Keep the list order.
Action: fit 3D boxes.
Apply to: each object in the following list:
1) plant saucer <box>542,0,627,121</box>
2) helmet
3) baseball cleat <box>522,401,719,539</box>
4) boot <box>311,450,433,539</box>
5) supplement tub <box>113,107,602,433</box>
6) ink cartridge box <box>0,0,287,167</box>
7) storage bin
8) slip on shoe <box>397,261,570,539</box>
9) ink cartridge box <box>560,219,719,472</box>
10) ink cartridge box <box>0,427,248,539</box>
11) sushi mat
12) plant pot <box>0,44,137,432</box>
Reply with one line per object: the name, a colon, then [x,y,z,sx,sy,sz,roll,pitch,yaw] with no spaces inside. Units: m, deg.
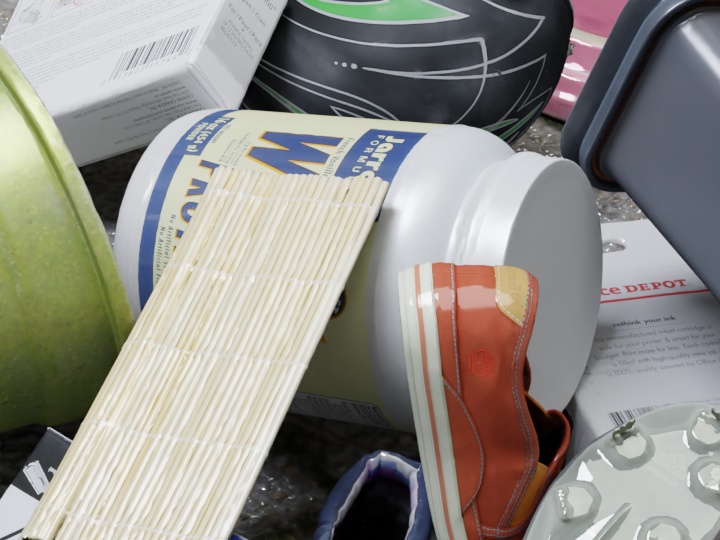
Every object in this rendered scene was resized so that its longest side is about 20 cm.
plant saucer: [0.172,-0.166,1.231,0.200,0.051,0.201,6,37,-5]
helmet: [0.016,-0.140,1.052,0.200,0.200,0.191,-14,63,-27]
baseball cleat: [0.088,0.143,0.744,0.070,0.106,0.200,36,70,25]
boot: [-0.018,0.163,0.726,0.073,0.090,0.200,13,37,6]
supplement tub: [0.000,0.000,0.861,0.200,0.145,0.145,6,33,28]
ink cartridge box: [-0.128,-0.137,1.013,0.200,0.045,0.176,-13,43,36]
storage bin: [0.220,-0.057,0.825,0.200,0.146,0.134,-2,45,-30]
slip on shoe: [0.059,0.083,0.759,0.061,0.200,0.074,-9,30,5]
ink cartridge box: [0.143,0.062,0.910,0.116,0.067,0.200,-6,40,-18]
ink cartridge box: [-0.076,0.142,0.707,0.200,0.044,0.094,21,73,39]
sushi mat: [-0.062,0.036,0.745,0.096,0.012,0.200,4,53,29]
plant pot: [-0.225,0.013,0.821,0.184,0.200,0.200,-24,47,-21]
